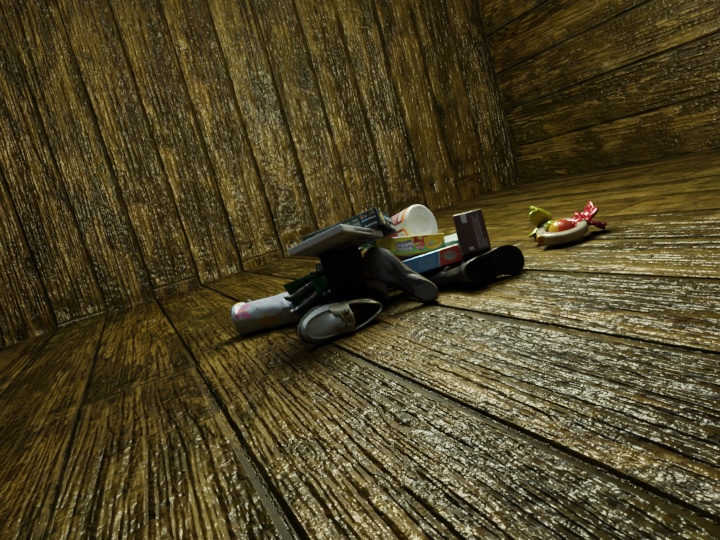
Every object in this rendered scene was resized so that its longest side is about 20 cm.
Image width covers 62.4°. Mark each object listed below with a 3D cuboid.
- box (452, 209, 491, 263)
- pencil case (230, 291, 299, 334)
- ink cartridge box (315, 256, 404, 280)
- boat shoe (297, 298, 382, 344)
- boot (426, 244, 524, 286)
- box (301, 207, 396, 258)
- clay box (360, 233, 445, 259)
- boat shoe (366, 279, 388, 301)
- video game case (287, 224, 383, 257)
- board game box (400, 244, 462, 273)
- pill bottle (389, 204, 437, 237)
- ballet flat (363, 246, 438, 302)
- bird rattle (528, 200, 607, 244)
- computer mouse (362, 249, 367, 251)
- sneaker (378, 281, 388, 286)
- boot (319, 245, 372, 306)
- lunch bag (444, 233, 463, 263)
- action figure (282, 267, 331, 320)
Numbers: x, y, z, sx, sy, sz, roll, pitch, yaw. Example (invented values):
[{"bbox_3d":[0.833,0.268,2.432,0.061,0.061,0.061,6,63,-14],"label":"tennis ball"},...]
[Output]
[{"bbox_3d":[0.277,-0.072,1.464,0.075,0.100,0.200,-14,-12,11],"label":"box"},{"bbox_3d":[-0.230,0.105,1.528,0.200,0.083,0.091,-13,30,14],"label":"pencil case"},{"bbox_3d":[0.000,0.000,1.472,0.200,0.050,0.109,-7,-9,31],"label":"ink cartridge box"},{"bbox_3d":[-0.040,0.098,1.244,0.200,0.075,0.068,-22,4,-40],"label":"boat shoe"},{"bbox_3d":[0.263,-0.005,1.402,0.200,0.069,0.174,-12,-3,-26],"label":"boot"},{"bbox_3d":[-0.024,-0.086,1.453,0.200,0.046,0.159,-21,-10,13],"label":"box"},{"bbox_3d":[0.104,-0.054,1.502,0.200,0.048,0.115,-6,-8,-6],"label":"clay box"},{"bbox_3d":[-0.031,0.070,1.468,0.200,0.072,0.068,-1,46,13],"label":"boat shoe"},{"bbox_3d":[-0.052,-0.063,1.339,0.143,0.018,0.200,-24,-11,25],"label":"video game case"},{"bbox_3d":[0.175,-0.013,1.502,0.153,0.040,0.200,-18,-7,5],"label":"board game box"},{"bbox_3d":[0.111,-0.099,1.670,0.114,0.114,0.200,-23,-1,-40],"label":"pill bottle"},{"bbox_3d":[0.092,0.012,1.347,0.200,0.067,0.046,31,-1,21],"label":"ballet flat"},{"bbox_3d":[0.540,-0.106,1.567,0.200,0.113,0.163,2,27,25],"label":"bird rattle"},{"bbox_3d":[0.057,-0.033,1.595,0.200,0.044,0.110,8,20,2],"label":"computer mouse"},{"bbox_3d":[0.025,0.027,1.615,0.087,0.075,0.200,-18,8,19],"label":"sneaker"},{"bbox_3d":[-0.067,0.043,1.329,0.200,0.168,0.076,-20,7,-29],"label":"boot"},{"bbox_3d":[0.240,-0.052,1.684,0.200,0.077,0.160,-17,7,19],"label":"lunch bag"},{"bbox_3d":[-0.089,0.032,1.421,0.200,0.118,0.055,-34,-14,12],"label":"action figure"}]
